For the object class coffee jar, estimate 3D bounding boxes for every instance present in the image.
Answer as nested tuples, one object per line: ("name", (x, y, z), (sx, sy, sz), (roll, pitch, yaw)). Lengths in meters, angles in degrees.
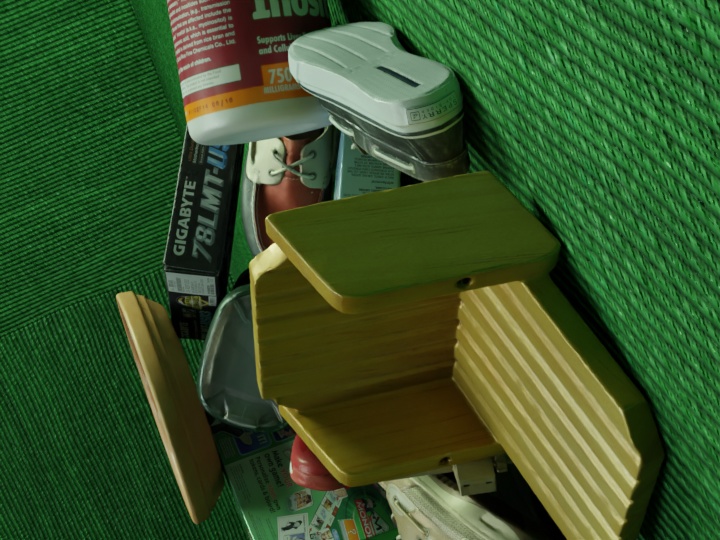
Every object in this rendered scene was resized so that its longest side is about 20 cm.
("coffee jar", (-0.071, 0.054, 1.215), (0.200, 0.085, 0.105), (-87, 13, -82))

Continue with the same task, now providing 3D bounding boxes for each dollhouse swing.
("dollhouse swing", (0.046, 0.082, 0.877), (0.201, 0.180, 0.177), (92, 163, -55))

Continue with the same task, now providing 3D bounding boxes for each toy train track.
("toy train track", (0.067, 0.102, 1.064), (0.200, 0.113, 0.033), (-104, 6, -78))

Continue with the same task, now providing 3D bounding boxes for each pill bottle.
("pill bottle", (-0.080, -0.195, 1.092), (0.113, 0.112, 0.202), (173, 87, -82))

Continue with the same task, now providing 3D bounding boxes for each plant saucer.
("plant saucer", (-0.155, 0.110, 1.304), (0.200, 0.037, 0.202), (160, 90, -80))

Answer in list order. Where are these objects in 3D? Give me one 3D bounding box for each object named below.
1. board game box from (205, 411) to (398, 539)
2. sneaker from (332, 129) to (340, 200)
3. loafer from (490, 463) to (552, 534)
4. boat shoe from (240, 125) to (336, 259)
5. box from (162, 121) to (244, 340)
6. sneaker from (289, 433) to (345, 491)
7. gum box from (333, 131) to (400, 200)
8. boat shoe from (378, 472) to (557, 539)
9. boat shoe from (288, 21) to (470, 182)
("board game box", (-0.041, 0.156, 1.264), (0.201, 0.133, 0.029), (-118, 14, -44))
("sneaker", (-0.022, -0.052, 1.298), (0.201, 0.079, 0.131), (61, 179, -34))
("loafer", (0.103, 0.195, 1.163), (0.070, 0.069, 0.202), (135, 112, -81))
("boat shoe", (-0.049, -0.095, 1.175), (0.063, 0.070, 0.202), (113, 165, -76))
("box", (-0.123, -0.063, 1.280), (0.199, 0.049, 0.202), (111, 166, -72))
("sneaker", (-0.006, 0.068, 1.215), (0.200, 0.078, 0.116), (-58, -34, -46))
("gum box", (0.000, 0.000, 1.106), (0.170, 0.044, 0.202), (104, 171, -76))
("boat shoe", (0.049, 0.168, 1.083), (0.071, 0.065, 0.200), (21, -174, -41))
("boat shoe", (0.008, -0.102, 0.971), (0.200, 0.072, 0.071), (-132, 24, -61))
